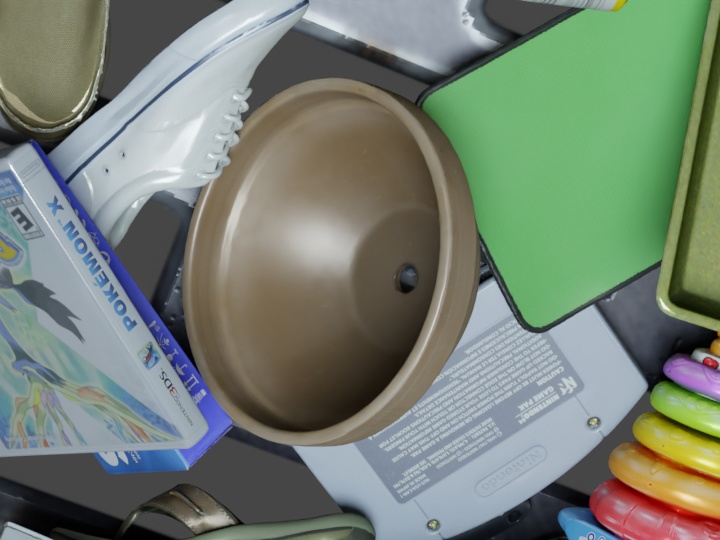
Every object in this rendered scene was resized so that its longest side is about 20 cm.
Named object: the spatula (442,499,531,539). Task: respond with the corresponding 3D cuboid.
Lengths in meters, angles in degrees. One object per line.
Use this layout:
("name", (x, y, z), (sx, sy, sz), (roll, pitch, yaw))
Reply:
("spatula", (0.021, 0.196, 1.000), (0.200, 0.021, 0.057), (-33, 127, 4))

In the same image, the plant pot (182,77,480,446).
("plant pot", (0.000, 0.000, 0.880), (0.093, 0.201, 0.201), (12, 111, -46))

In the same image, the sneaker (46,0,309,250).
("sneaker", (-0.095, -0.085, 0.884), (0.200, 0.073, 0.071), (-38, 94, 22))

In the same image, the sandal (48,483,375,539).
("sandal", (-0.090, 0.159, 0.969), (0.201, 0.080, 0.057), (-6, 67, 7))

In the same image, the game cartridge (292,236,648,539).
("game cartridge", (0.065, 0.083, 0.962), (0.200, 0.042, 0.133), (-33, 109, 8))

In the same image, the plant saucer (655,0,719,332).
("plant saucer", (0.260, -0.038, 0.882), (0.200, 0.048, 0.200), (18, 73, -12))

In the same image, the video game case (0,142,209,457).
("video game case", (-0.194, 0.026, 0.873), (0.200, 0.022, 0.182), (-9, 118, 45))

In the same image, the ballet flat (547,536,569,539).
("ballet flat", (0.080, 0.247, 1.005), (0.200, 0.069, 0.069), (-43, 104, 13))

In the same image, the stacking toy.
("stacking toy", (0.207, 0.088, 0.926), (0.110, 0.116, 0.200), (13, 98, -42))

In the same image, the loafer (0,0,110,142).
("loafer", (-0.172, -0.165, 0.860), (0.076, 0.067, 0.200), (4, 107, -3))

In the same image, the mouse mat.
("mouse mat", (0.147, -0.075, 0.908), (0.200, 0.008, 0.161), (-29, 105, -6))

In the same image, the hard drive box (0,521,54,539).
("hard drive box", (-0.140, 0.234, 0.936), (0.200, 0.156, 0.077), (24, 65, -8))

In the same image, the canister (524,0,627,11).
("canister", (0.036, -0.188, 0.819), (0.200, 0.149, 0.087), (6, 106, -6))

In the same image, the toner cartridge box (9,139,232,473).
("toner cartridge box", (-0.164, 0.026, 0.904), (0.043, 0.095, 0.200), (-45, 110, -35))
